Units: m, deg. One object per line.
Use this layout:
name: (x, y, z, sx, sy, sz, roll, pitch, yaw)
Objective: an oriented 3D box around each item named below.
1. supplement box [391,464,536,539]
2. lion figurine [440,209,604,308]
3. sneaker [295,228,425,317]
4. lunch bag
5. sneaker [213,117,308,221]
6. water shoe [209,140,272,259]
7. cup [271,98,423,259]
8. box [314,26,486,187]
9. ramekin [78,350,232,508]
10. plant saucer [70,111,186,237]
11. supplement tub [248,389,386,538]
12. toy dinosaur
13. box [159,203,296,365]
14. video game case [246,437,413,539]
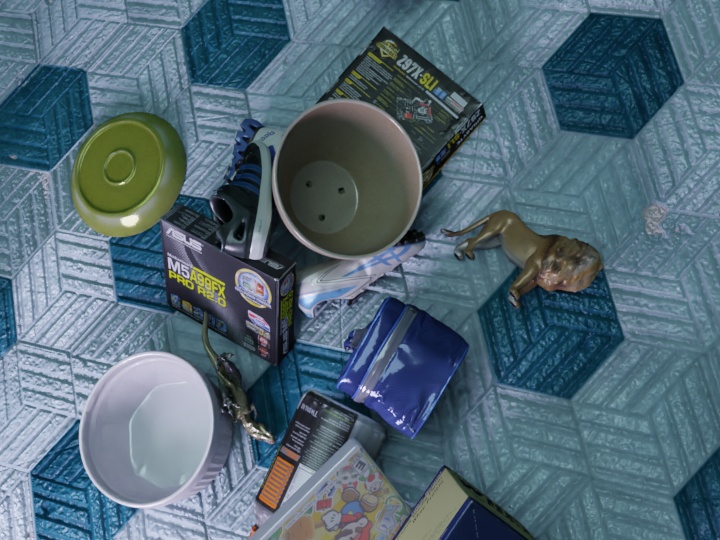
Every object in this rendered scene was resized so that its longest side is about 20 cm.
supplement box: (0.103, 0.355, 1.060, 0.133, 0.200, 0.202, 36, 87, -2)
lion figurine: (0.208, -0.030, 1.224, 0.122, 0.073, 0.200, -43, 64, -7)
sneaker: (0.000, 0.000, 1.284, 0.197, 0.072, 0.074, -23, 110, 0)
lunch bag: (0.042, 0.112, 1.170, 0.131, 0.200, 0.137, 33, 83, 3)
sneaker: (-0.132, -0.120, 1.339, 0.113, 0.081, 0.204, 6, 76, 19)
water shoe: (-0.156, -0.102, 1.228, 0.077, 0.072, 0.202, 6, 44, -14)
cup: (-0.032, -0.108, 1.249, 0.196, 0.143, 0.205, 2, 83, -16)
box: (0.052, -0.223, 1.331, 0.200, 0.049, 0.160, 41, 87, 22)
ramekin: (-0.266, 0.216, 1.272, 0.196, 0.105, 0.205, -4, 75, 15)
plant saucer: (-0.361, -0.153, 1.440, 0.196, 0.031, 0.205, -4, 74, 14)
supplement tub: (-0.057, 0.265, 1.190, 0.121, 0.123, 0.203, 23, 83, 20)
toy dinosaur: (-0.174, 0.148, 1.250, 0.047, 0.088, 0.203, -25, 88, -6)
box: (-0.179, 0.020, 1.276, 0.197, 0.162, 0.044, 26, 46, 20)
video game case: (-0.031, 0.329, 1.130, 0.200, 0.183, 0.023, -42, 30, -12)
